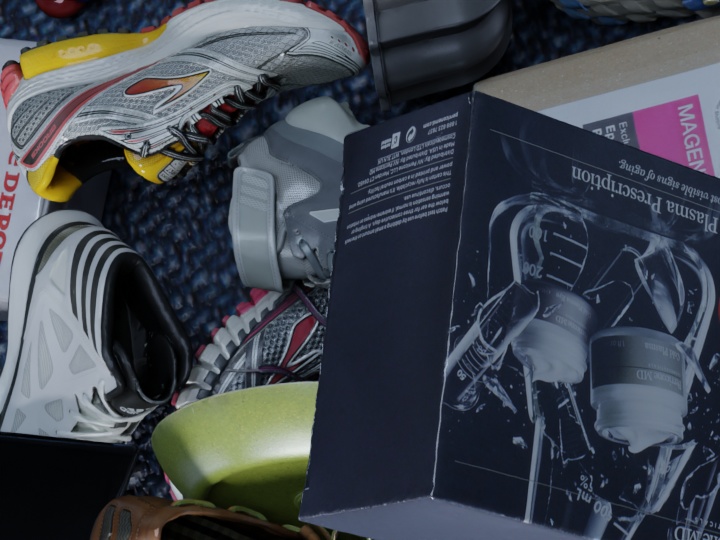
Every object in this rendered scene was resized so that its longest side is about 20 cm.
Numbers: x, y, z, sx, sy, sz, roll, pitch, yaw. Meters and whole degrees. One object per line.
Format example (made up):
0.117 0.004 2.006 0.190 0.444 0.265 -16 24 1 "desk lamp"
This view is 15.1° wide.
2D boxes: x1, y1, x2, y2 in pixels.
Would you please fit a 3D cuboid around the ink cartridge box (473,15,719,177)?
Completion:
0.157 -0.016 1.381 0.164 0.075 0.201 -15 71 15 "ink cartridge box"

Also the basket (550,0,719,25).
0.175 -0.218 1.384 0.199 0.139 0.177 -15 71 40 "basket"

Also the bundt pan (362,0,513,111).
0.036 -0.188 1.407 0.075 0.202 0.203 -7 73 3 "bundt pan"

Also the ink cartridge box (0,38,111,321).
-0.244 -0.054 1.517 0.199 0.084 0.146 7 78 19 "ink cartridge box"

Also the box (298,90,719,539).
0.089 0.040 1.226 0.104 0.199 0.183 -14 64 54 "box"

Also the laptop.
-0.181 0.199 1.404 0.187 0.116 0.201 2 119 42 "laptop"

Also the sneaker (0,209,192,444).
-0.142 0.078 1.405 0.115 0.075 0.202 26 115 58 "sneaker"

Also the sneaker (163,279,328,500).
-0.034 0.045 1.425 0.074 0.081 0.201 31 86 21 "sneaker"

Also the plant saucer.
-0.004 0.102 1.332 0.199 0.200 0.031 -5 66 17 "plant saucer"

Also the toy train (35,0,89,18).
-0.229 -0.227 1.565 0.199 0.085 0.116 15 71 21 "toy train"

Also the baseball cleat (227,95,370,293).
0.000 0.000 1.365 0.106 0.070 0.200 -30 52 -9 "baseball cleat"

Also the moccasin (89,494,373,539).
-0.036 0.155 1.340 0.078 0.201 0.074 -10 57 49 "moccasin"

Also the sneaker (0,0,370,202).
-0.087 -0.085 1.402 0.199 0.078 0.083 -15 68 17 "sneaker"
